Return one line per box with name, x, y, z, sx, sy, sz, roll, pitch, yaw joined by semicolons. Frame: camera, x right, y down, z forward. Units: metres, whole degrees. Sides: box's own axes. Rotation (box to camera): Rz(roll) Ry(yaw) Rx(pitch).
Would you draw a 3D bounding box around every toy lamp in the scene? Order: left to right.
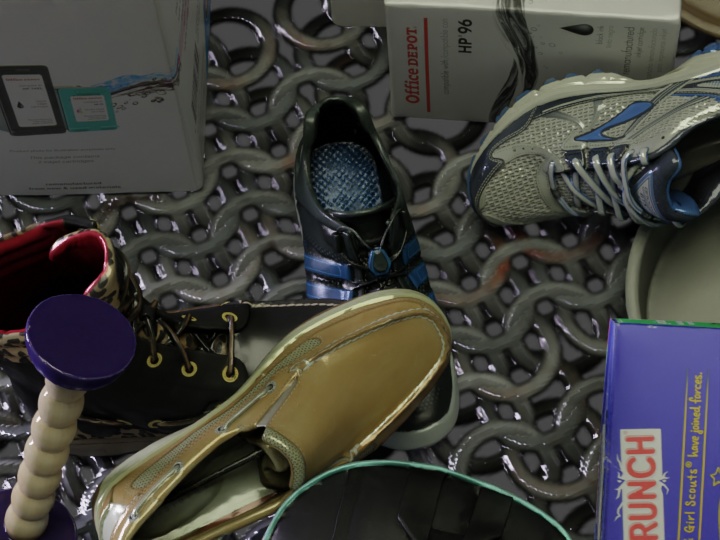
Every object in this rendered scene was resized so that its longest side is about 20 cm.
toy lamp;-0.153;0.096;0.990;0.058;0.200;0.058;13;45;-13

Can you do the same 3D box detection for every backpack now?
backpack;0.017;0.195;0.951;0.175;0.153;0.200;14;76;8

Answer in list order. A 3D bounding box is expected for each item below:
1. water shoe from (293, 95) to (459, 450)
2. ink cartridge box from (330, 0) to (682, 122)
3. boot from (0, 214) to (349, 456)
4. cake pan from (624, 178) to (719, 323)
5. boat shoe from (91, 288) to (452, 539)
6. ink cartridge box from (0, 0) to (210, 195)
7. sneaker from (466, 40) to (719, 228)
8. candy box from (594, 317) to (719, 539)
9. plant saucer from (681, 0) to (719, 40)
water shoe;0.000;0.000;1.096;0.071;0.079;0.200;-16;63;-5
ink cartridge box;0.076;-0.138;1.143;0.199;0.116;0.068;4;61;6
boot;-0.101;0.030;1.024;0.200;0.151;0.073;-9;60;18
cake pan;0.241;0.020;1.096;0.200;0.037;0.201;-1;63;3
boat shoe;-0.035;0.083;0.974;0.200;0.076;0.072;-38;103;-6
ink cartridge box;-0.165;-0.153;1.116;0.146;0.200;0.147;-1;62;2
sneaker;0.147;-0.062;1.086;0.200;0.077;0.085;-20;38;21
candy box;0.215;0.112;0.998;0.199;0.077;0.170;4;88;4
plant saucer;0.235;-0.226;1.199;0.200;0.029;0.201;0;82;-2
